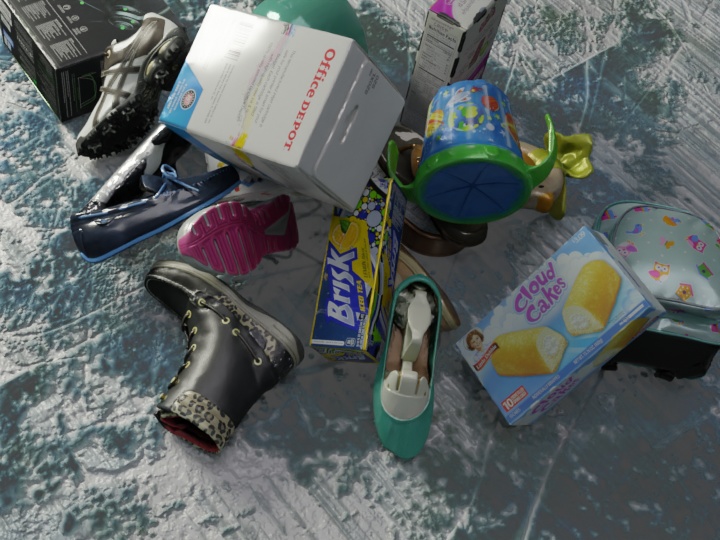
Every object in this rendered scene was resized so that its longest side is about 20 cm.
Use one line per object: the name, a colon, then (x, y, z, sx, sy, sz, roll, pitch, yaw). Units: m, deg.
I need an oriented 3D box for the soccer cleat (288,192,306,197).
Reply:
soccer cleat: (-0.111, -0.179, 1.280, 0.069, 0.078, 0.201, -34, 81, 1)

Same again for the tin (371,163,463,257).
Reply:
tin: (0.060, -0.099, 1.272, 0.200, 0.042, 0.112, 38, 52, 17)

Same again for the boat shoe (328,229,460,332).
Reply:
boat shoe: (0.040, 0.007, 1.178, 0.064, 0.071, 0.200, -42, 64, 3)

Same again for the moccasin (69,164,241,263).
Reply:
moccasin: (-0.229, -0.078, 1.117, 0.199, 0.080, 0.069, -29, 96, -20)

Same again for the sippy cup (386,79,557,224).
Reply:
sippy cup: (0.128, -0.144, 1.161, 0.176, 0.140, 0.131, 10, 59, -16)

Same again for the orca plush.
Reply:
orca plush: (-0.246, -0.117, 1.203, 0.071, 0.105, 0.201, 44, 48, -17)

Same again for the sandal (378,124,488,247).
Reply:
sandal: (0.090, -0.114, 1.232, 0.081, 0.055, 0.201, -21, 61, -25)

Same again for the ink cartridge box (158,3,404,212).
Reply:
ink cartridge box: (-0.083, -0.178, 1.099, 0.199, 0.144, 0.148, 22, 85, 30)

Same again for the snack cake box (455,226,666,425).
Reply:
snack cake box: (0.214, 0.063, 1.086, 0.067, 0.200, 0.115, 12, 38, -57)

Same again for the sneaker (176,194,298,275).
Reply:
sneaker: (-0.150, -0.036, 1.127, 0.087, 0.082, 0.200, -8, 4, 27)

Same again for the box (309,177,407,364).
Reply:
box: (0.000, 0.000, 1.118, 0.069, 0.064, 0.202, 2, 71, 22)

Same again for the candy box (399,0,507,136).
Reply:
candy box: (0.124, -0.287, 1.320, 0.061, 0.201, 0.137, 31, 54, 12)

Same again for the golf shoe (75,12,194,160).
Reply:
golf shoe: (-0.286, -0.225, 1.224, 0.200, 0.078, 0.095, -45, 70, 8)

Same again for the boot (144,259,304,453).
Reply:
boot: (-0.180, 0.087, 1.064, 0.202, 0.074, 0.154, 30, 57, 13)

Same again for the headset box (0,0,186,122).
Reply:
headset box: (-0.345, -0.312, 1.310, 0.199, 0.093, 0.174, -28, 63, -28)

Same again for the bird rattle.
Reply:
bird rattle: (0.192, -0.139, 1.263, 0.199, 0.113, 0.163, 25, 36, 2)

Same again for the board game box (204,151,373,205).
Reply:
board game box: (-0.092, -0.161, 1.218, 0.198, 0.035, 0.128, -11, 81, 4)

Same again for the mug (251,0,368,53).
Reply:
mug: (-0.070, -0.279, 1.304, 0.114, 0.153, 0.185, -33, 67, -27)

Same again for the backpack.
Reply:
backpack: (0.345, 0.007, 1.183, 0.174, 0.154, 0.201, 9, 46, 2)

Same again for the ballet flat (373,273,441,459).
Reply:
ballet flat: (0.050, 0.097, 1.065, 0.067, 0.070, 0.202, 6, 74, 3)
